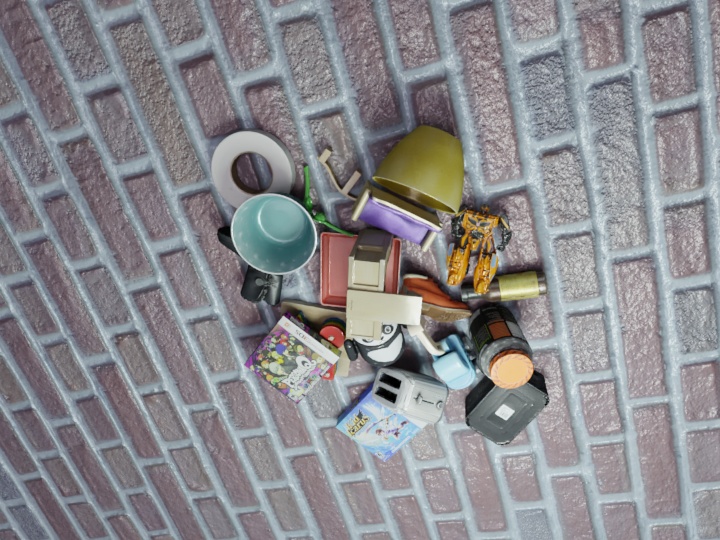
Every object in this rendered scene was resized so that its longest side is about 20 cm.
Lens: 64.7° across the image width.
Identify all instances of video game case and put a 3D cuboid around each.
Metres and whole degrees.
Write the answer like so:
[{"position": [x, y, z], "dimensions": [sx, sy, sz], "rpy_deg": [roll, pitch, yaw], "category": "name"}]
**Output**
[{"position": [-0.177, 0.229, 1.475], "dimensions": [0.181, 0.036, 0.200], "rpy_deg": [38, 114, -6], "category": "video game case"}, {"position": [0.060, 0.421, 1.592], "dimensions": [0.181, 0.045, 0.200], "rpy_deg": [37, 115, -6], "category": "video game case"}]

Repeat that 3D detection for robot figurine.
[{"position": [0.268, -0.053, 1.317], "dimensions": [0.145, 0.058, 0.201], "rpy_deg": [16, 107, 22], "category": "robot figurine"}, {"position": [0.044, 0.161, 1.410], "dimensions": [0.124, 0.150, 0.200], "rpy_deg": [12, 148, 24], "category": "robot figurine"}]

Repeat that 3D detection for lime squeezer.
[{"position": [-0.097, -0.148, 1.368], "dimensions": [0.071, 0.038, 0.200], "rpy_deg": [-34, 93, 5], "category": "lime squeezer"}]

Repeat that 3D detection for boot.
[{"position": [0.187, 0.065, 1.394], "dimensions": [0.200, 0.108, 0.075], "rpy_deg": [14, 151, -25], "category": "boot"}, {"position": [-0.284, -0.006, 1.443], "dimensions": [0.200, 0.076, 0.168], "rpy_deg": [18, 112, -5], "category": "boot"}]

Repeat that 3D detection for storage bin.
[{"position": [0.375, 0.338, 1.474], "dimensions": [0.135, 0.094, 0.200], "rpy_deg": [32, 114, -5], "category": "storage bin"}]

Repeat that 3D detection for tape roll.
[{"position": [-0.256, -0.235, 1.358], "dimensions": [0.202, 0.037, 0.203], "rpy_deg": [4, 115, 8], "category": "tape roll"}]

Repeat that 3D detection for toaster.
[{"position": [0.119, 0.310, 1.452], "dimensions": [0.129, 0.200, 0.114], "rpy_deg": [22, 85, -29], "category": "toaster"}]

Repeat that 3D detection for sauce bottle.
[{"position": [0.342, 0.042, 1.362], "dimensions": [0.199, 0.065, 0.065], "rpy_deg": [-7, 112, 12], "category": "sauce bottle"}]

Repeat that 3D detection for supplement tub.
[{"position": [0.331, 0.178, 1.342], "dimensions": [0.122, 0.200, 0.123], "rpy_deg": [-1, 118, -2], "category": "supplement tub"}]

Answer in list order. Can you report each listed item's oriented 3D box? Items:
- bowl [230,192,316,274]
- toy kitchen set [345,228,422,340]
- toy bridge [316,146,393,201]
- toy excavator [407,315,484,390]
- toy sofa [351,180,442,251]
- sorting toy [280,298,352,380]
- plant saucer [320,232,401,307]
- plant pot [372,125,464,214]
[{"position": [-0.193, -0.102, 1.332], "dimensions": [0.200, 0.105, 0.201], "rpy_deg": [2, 117, 4], "category": "bowl"}, {"position": [0.063, 0.034, 1.305], "dimensions": [0.163, 0.181, 0.201], "rpy_deg": [6, 115, 7], "category": "toy kitchen set"}, {"position": [-0.021, -0.208, 1.335], "dimensions": [0.200, 0.027, 0.067], "rpy_deg": [36, 115, -8], "category": "toy bridge"}, {"position": [0.204, 0.201, 1.396], "dimensions": [0.100, 0.200, 0.195], "rpy_deg": [-31, 74, 21], "category": "toy excavator"}, {"position": [0.083, -0.117, 1.296], "dimensions": [0.200, 0.098, 0.083], "rpy_deg": [22, 116, -16], "category": "toy sofa"}, {"position": [-0.124, 0.193, 1.508], "dimensions": [0.199, 0.070, 0.199], "rpy_deg": [10, 115, 6], "category": "sorting toy"}, {"position": [0.000, 0.000, 1.419], "dimensions": [0.199, 0.037, 0.201], "rpy_deg": [5, 114, 8], "category": "plant saucer"}, {"position": [0.145, -0.226, 1.225], "dimensions": [0.200, 0.200, 0.142], "rpy_deg": [23, 93, -1], "category": "plant pot"}]
